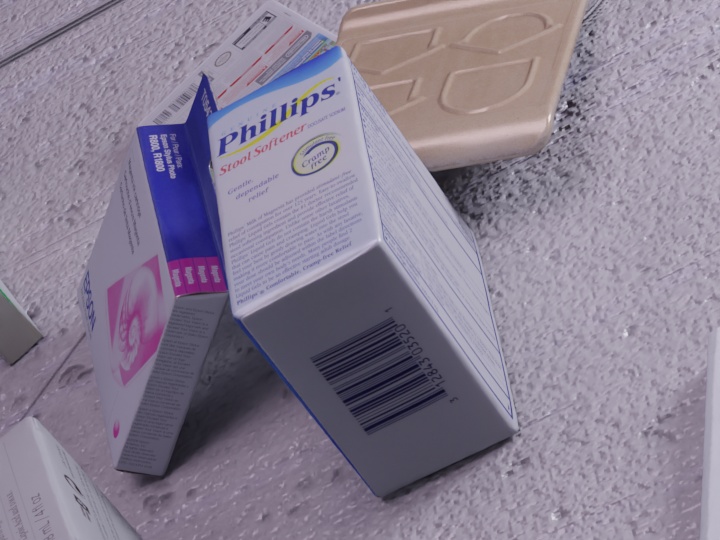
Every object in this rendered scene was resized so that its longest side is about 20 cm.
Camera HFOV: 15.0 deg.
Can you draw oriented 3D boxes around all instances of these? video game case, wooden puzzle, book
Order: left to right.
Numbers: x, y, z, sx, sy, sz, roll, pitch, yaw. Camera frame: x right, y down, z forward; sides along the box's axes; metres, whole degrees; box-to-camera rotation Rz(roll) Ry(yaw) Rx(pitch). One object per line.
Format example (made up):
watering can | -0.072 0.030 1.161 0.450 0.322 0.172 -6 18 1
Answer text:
book | -0.317 -0.023 1.997 0.048 0.134 0.200 -41 37 -5
video game case | -0.064 -0.117 1.984 0.143 0.018 0.200 -44 37 -9
wooden puzzle | 0.057 -0.121 1.834 0.184 0.046 0.200 -9 35 20

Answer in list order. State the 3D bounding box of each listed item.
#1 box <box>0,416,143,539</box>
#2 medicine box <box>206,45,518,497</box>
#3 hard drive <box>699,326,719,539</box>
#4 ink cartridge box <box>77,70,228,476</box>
box | -0.162 0.221 1.533 0.131 0.200 0.199 -38 23 0
medicine box | 0.000 0.000 1.672 0.103 0.182 0.200 -27 38 13
hard drive | 0.249 0.096 1.494 0.132 0.026 0.201 -20 40 28
ink cartridge box | -0.133 -0.002 1.808 0.197 0.043 0.201 -109 33 -52
